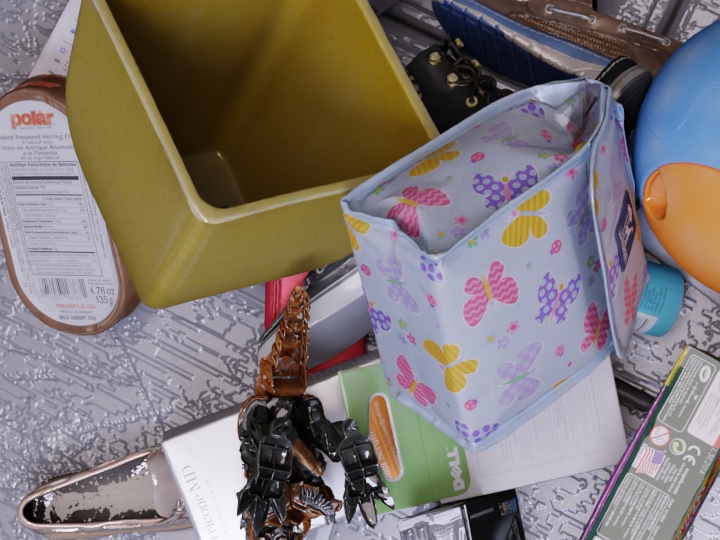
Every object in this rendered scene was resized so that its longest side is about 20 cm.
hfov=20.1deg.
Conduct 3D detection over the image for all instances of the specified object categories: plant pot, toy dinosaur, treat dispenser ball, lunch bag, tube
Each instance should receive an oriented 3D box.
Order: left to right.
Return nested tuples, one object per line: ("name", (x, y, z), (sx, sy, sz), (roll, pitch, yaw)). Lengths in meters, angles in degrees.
("plant pot", (-0.092, -0.080, 1.390), (0.194, 0.200, 0.195), (-15, 67, -31))
("toy dinosaur", (-0.053, 0.117, 1.359), (0.102, 0.136, 0.201), (-21, 111, -11))
("lunch bag", (0.106, -0.011, 1.315), (0.199, 0.170, 0.127), (-33, 40, -26))
("tube", (0.130, -0.001, 1.436), (0.199, 0.051, 0.078), (15, 122, -17))
("treat dispenser ball", (0.281, -0.076, 1.358), (0.199, 0.201, 0.203), (-1, 87, 12))

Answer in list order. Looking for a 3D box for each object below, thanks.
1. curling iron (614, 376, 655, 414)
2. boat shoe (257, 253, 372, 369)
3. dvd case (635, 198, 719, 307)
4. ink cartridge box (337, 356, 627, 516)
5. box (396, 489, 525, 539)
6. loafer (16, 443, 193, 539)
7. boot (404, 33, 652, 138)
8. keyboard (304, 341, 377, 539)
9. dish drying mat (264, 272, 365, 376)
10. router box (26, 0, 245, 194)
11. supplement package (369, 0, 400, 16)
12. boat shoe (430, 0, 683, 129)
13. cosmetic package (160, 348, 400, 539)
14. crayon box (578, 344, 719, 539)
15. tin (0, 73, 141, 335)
("curling iron", (0.135, 0.052, 1.489), (0.199, 0.026, 0.050), (33, 97, 11))
("boat shoe", (0.000, 0.000, 1.470), (0.200, 0.069, 0.057), (-39, 63, 10))
("dvd case", (0.306, -0.028, 1.462), (0.200, 0.018, 0.143), (38, 96, 11))
("ink cartridge box", (0.080, 0.102, 1.416), (0.199, 0.059, 0.105), (-11, 89, -17))
("box", (0.085, 0.236, 1.401), (0.049, 0.200, 0.159), (-14, 84, 13))
("loafer", (-0.162, 0.166, 1.526), (0.199, 0.063, 0.072), (-15, 84, 11))
("boot", (0.104, -0.116, 1.444), (0.154, 0.073, 0.204), (50, 136, 14))
("keyboard", (-0.033, 0.147, 1.529), (0.056, 0.011, 0.201), (18, 90, 17))
("dish drying mat", (-0.032, -0.020, 1.502), (0.076, 0.018, 0.202), (1, 96, 1))
("router box", (-0.151, -0.124, 1.546), (0.199, 0.049, 0.180), (30, 93, 12))
("supplement package", (0.045, -0.294, 1.478), (0.199, 0.120, 0.122), (-34, 80, 8))
("boat shoe", (0.147, -0.170, 1.482), (0.199, 0.072, 0.073), (29, 73, 18))
("cosmetic package", (-0.034, 0.130, 1.471), (0.199, 0.071, 0.102), (-22, 92, -2))
("crayon box", (0.206, 0.153, 1.394), (0.058, 0.172, 0.201), (29, 93, 14))
("tin", (-0.221, -0.046, 1.519), (0.111, 0.042, 0.201), (-1, 113, 23))
